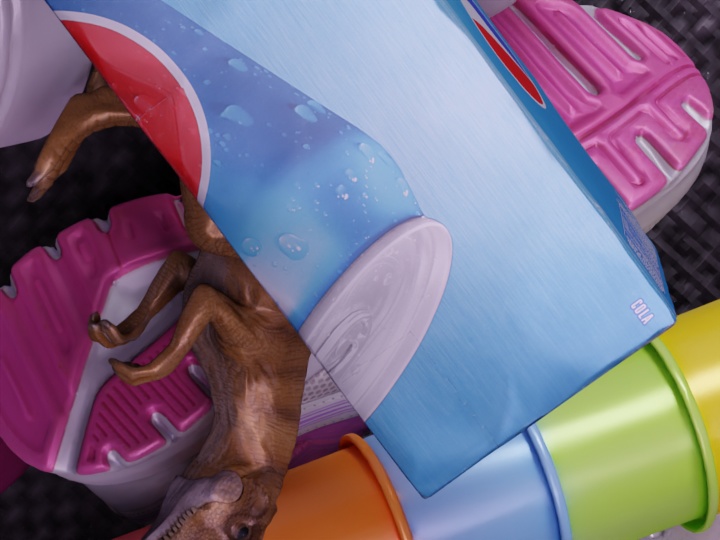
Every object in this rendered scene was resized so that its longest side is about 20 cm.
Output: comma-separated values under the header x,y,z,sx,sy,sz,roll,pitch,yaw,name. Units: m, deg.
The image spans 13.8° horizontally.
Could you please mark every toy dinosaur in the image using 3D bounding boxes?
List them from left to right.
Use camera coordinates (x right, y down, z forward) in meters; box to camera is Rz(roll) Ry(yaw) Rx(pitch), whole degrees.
x,y,z,sx,sy,sz,roll,pitch,yaw,name
-0.014,-0.029,0.694,0.106,0.060,0.201,25,102,-1,toy dinosaur

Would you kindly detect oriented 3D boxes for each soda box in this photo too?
x,y,z,sx,sy,sz,roll,pitch,yaw,name
-0.018,-0.055,0.623,0.068,0.064,0.200,-35,99,9,soda box

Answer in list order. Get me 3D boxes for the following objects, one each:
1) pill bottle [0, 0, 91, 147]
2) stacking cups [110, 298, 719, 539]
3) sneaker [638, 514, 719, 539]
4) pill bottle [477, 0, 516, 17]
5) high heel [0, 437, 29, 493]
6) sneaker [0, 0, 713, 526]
x,y,z,sx,sy,sz,roll,pitch,yaw,name
-0.163,-0.053,0.675,0.199,0.112,0.113,-12,110,-37,pill bottle
0.026,0.062,0.744,0.199,0.060,0.061,-22,109,-14,stacking cups
0.078,0.095,0.794,0.200,0.073,0.071,-24,87,-43,sneaker
-0.033,-0.152,0.700,0.199,0.120,0.120,26,98,-18,pill bottle
-0.139,0.053,0.712,0.199,0.096,0.068,-9,102,-42,high heel
0.000,0.000,0.772,0.199,0.082,0.088,-27,153,-3,sneaker
